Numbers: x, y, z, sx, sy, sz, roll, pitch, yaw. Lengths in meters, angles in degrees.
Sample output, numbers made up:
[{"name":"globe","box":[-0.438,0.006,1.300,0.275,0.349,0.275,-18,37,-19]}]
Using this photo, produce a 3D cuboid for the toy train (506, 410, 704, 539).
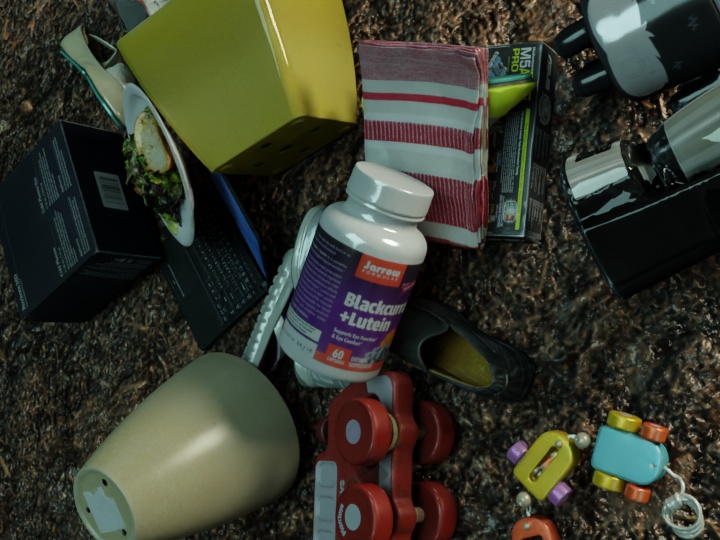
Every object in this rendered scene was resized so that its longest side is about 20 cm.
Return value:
[{"name":"toy train","box":[0.215,0.214,0.888,0.200,0.056,0.151,-30,69,29]}]

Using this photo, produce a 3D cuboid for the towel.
[{"name":"towel","box":[0.061,-0.124,0.952,0.144,0.023,0.201,12,115,35]}]

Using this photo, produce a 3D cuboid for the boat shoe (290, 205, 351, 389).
[{"name":"boat shoe","box":[-0.034,0.030,1.065,0.065,0.074,0.203,1,88,27]}]

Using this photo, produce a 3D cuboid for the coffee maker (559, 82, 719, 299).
[{"name":"coffee maker","box":[0.296,-0.054,0.825,0.200,0.135,0.193,-29,69,27]}]

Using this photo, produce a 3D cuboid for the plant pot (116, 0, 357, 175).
[{"name":"plant pot","box":[-0.116,-0.216,1.088,0.200,0.200,0.177,-28,80,27]}]

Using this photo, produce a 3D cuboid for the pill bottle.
[{"name":"pill bottle","box":[0.000,0.000,0.953,0.111,0.111,0.201,31,110,32]}]

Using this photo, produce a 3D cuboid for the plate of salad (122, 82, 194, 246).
[{"name":"plate of salad","box":[-0.245,-0.119,1.121,0.200,0.048,0.201,49,152,37]}]

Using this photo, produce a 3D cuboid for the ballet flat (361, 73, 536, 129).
[{"name":"ballet flat","box":[0.088,-0.160,0.971,0.199,0.067,0.067,3,106,36]}]

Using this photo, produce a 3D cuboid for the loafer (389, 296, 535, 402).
[{"name":"loafer","box":[0.080,0.073,0.981,0.199,0.072,0.073,20,95,34]}]

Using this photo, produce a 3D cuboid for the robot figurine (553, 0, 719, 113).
[{"name":"robot figurine","box":[0.279,-0.232,0.870,0.200,0.150,0.125,-24,49,28]}]

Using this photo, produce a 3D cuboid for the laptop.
[{"name":"laptop","box":[-0.192,-0.034,1.154,0.200,0.103,0.178,-41,63,21]}]

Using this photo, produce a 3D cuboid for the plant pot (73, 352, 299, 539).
[{"name":"plant pot","box":[-0.199,0.212,1.031,0.187,0.200,0.188,14,115,32]}]

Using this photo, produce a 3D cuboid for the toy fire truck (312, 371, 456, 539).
[{"name":"toy fire truck","box":[0.004,0.207,1.000,0.168,0.112,0.201,-12,75,50]}]

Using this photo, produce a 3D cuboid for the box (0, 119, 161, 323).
[{"name":"box","box":[-0.380,-0.060,1.268,0.182,0.104,0.201,-34,66,31]}]

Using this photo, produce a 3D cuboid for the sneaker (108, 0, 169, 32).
[{"name":"sneaker","box":[-0.272,-0.331,1.282,0.200,0.077,0.082,45,134,30]}]

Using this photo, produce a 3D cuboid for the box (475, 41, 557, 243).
[{"name":"box","box":[0.116,-0.131,1.005,0.160,0.044,0.201,3,85,32]}]

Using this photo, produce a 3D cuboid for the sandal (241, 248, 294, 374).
[{"name":"sandal","box":[-0.098,0.074,1.106,0.050,0.082,0.203,20,105,-9]}]

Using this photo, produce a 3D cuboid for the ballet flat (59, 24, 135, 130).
[{"name":"ballet flat","box":[-0.350,-0.272,1.318,0.070,0.069,0.200,-51,60,16]}]
